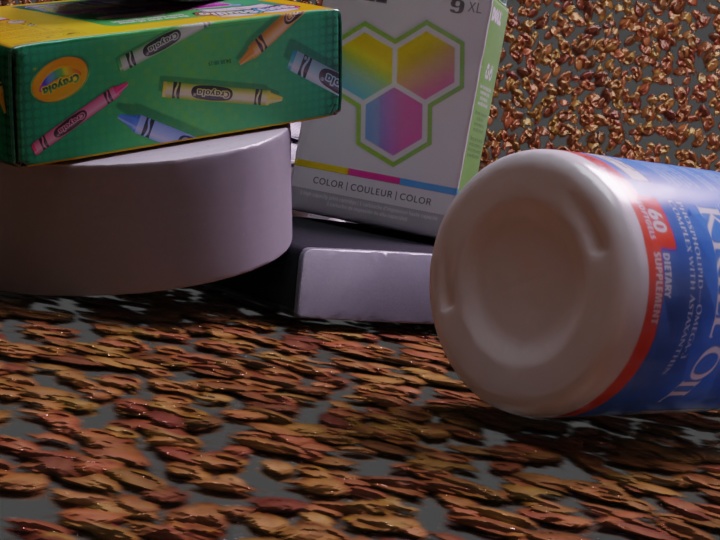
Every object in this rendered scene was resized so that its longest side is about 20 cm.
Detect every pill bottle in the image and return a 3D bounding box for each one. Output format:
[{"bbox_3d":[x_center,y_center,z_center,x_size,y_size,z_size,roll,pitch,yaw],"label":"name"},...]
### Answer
[{"bbox_3d":[0.135,0.008,0.774,0.112,0.113,0.199,17,11,43],"label":"pill bottle"}]

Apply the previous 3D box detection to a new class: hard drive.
[{"bbox_3d":[0.000,0.000,0.991,0.199,0.043,0.135,3,10,-44],"label":"hard drive"}]

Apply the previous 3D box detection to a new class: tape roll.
[{"bbox_3d":[-0.135,-0.046,0.894,0.199,0.067,0.200,0,17,0],"label":"tape roll"}]

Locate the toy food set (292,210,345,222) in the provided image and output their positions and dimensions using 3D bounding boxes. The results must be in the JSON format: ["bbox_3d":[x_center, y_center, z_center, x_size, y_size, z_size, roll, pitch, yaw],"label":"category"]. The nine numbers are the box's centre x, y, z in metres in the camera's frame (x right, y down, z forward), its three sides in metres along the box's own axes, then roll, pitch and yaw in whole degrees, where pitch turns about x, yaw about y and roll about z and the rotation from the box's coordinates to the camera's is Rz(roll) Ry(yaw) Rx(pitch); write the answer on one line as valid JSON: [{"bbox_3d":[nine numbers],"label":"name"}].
[{"bbox_3d":[-0.081,-0.042,1.143,0.143,0.061,0.200,6,8,-30],"label":"toy food set"}]

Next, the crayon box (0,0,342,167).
[{"bbox_3d":[-0.121,-0.103,0.867,0.199,0.059,0.118,-14,21,-40],"label":"crayon box"}]

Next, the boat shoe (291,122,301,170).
[{"bbox_3d":[-0.080,-0.099,1.082,0.199,0.093,0.075,-8,16,-32],"label":"boat shoe"}]

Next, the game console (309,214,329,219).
[{"bbox_3d":[-0.012,-0.035,1.369,0.199,0.117,0.176,10,-23,-4],"label":"game console"}]

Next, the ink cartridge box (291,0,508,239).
[{"bbox_3d":[0.028,-0.125,1.034,0.103,0.201,0.059,12,3,14],"label":"ink cartridge box"}]
